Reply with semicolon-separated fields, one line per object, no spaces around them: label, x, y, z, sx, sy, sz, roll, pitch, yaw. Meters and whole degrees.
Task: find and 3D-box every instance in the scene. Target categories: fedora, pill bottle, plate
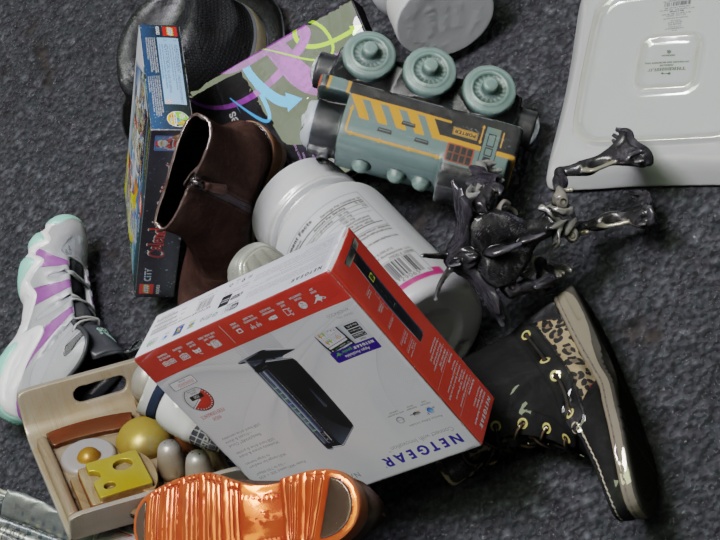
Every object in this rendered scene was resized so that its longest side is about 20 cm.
fedora;-0.169;-0.210;1.501;0.199;0.092;0.203;-14;58;23
pill bottle;0.048;-0.295;1.412;0.109;0.110;0.201;-28;53;14
pill bottle;0.000;0.000;1.273;0.113;0.113;0.200;-44;51;1
plate;0.252;-0.161;1.269;0.198;0.032;0.202;0;64;31

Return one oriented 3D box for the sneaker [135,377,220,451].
sneaker;-0.101;0.081;1.279;0.080;0.077;0.200;29;36;13

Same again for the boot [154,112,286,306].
boot;-0.136;-0.034;1.312;0.072;0.166;0.202;24;98;19

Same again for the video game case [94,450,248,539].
video game case;-0.120;0.205;1.210;0.142;0.018;0.200;10;30;35

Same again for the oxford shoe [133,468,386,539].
oxford shoe;-0.075;0.188;1.156;0.198;0.073;0.072;-6;74;26

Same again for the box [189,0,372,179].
box;-0.061;-0.132;1.402;0.199;0.036;0.144;-28;76;15

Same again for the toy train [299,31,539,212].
toy train;0.047;-0.121;1.299;0.198;0.085;0.115;16;66;2

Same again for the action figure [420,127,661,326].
action figure;0.130;-0.033;1.204;0.198;0.120;0.102;-22;6;-12

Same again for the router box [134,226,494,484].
router box;-0.033;0.078;1.133;0.199;0.180;0.049;-24;28;35

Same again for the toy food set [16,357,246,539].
toy food set;-0.190;0.135;1.274;0.142;0.061;0.200;-14;29;-18

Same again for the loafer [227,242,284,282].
loafer;-0.056;0.066;1.222;0.070;0.202;0.069;-37;28;-29

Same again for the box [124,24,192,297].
box;-0.180;-0.094;1.381;0.037;0.201;0.138;-1;47;-14

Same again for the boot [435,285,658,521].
boot;0.128;0.119;1.157;0.149;0.073;0.201;-26;50;14

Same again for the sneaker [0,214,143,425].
sneaker;-0.248;0.048;1.422;0.138;0.078;0.202;4;75;30

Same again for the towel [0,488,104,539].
towel;-0.264;0.288;1.256;0.191;0.035;0.202;16;89;19
